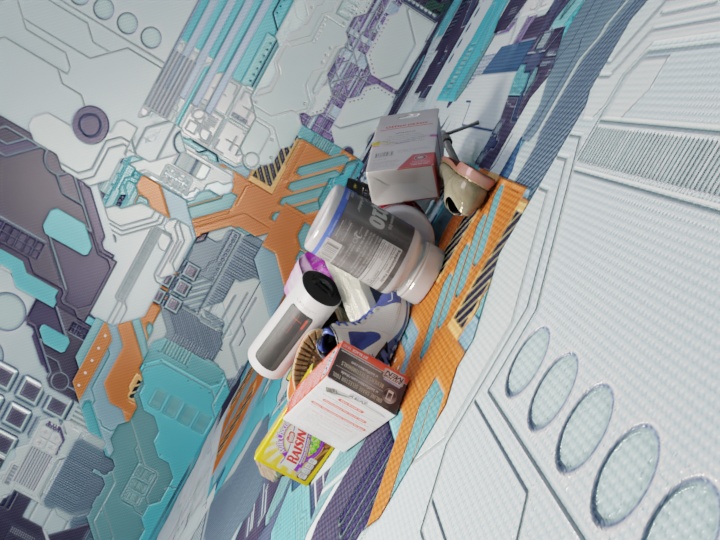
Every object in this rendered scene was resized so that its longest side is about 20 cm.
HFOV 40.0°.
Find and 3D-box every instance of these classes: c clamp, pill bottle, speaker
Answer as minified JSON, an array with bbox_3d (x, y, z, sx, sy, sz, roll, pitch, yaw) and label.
[{"bbox_3d":[0.138,-0.194,1.720,0.168,0.027,0.201,-20,32,10],"label":"c clamp"},{"bbox_3d":[0.063,-0.067,1.681,0.113,0.111,0.200,-59,9,10],"label":"pill bottle"},{"bbox_3d":[-0.113,0.093,1.684,0.201,0.081,0.082,-51,12,32],"label":"speaker"},{"bbox_3d":[0.023,-0.036,1.518,0.115,0.198,0.114,-58,9,15],"label":"pill bottle"}]

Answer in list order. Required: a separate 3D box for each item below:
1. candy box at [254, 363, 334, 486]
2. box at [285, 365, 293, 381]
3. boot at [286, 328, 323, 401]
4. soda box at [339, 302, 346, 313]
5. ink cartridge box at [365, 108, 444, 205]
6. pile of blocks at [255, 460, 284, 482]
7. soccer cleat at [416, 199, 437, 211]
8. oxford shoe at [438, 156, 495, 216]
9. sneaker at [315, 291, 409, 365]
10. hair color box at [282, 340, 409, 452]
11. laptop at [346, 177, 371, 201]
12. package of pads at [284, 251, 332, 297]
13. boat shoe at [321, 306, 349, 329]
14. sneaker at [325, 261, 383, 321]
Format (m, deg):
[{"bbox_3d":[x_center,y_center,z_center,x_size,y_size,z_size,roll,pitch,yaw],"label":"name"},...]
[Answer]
[{"bbox_3d":[-0.080,0.245,1.551,0.201,0.101,0.027,-58,8,26],"label":"candy box"},{"bbox_3d":[-0.086,0.172,1.858,0.076,0.050,0.200,-63,7,-21],"label":"box"},{"bbox_3d":[-0.092,0.175,1.679,0.108,0.074,0.203,-122,36,-58],"label":"boot"},{"bbox_3d":[-0.022,0.055,1.830,0.070,0.064,0.200,-19,-13,-26],"label":"soda box"},{"bbox_3d":[0.080,-0.195,1.665,0.201,0.114,0.068,-78,-22,-53],"label":"ink cartridge box"},{"bbox_3d":[-0.109,0.306,1.739,0.201,0.081,0.063,-57,-40,-48],"label":"pile of blocks"},{"bbox_3d":[0.083,-0.109,1.818,0.202,0.077,0.069,-60,8,14],"label":"soccer cleat"},{"bbox_3d":[0.147,-0.127,1.519,0.075,0.070,0.200,-62,8,5],"label":"oxford shoe"},{"bbox_3d":[-0.002,0.099,1.515,0.081,0.114,0.201,-49,14,49],"label":"sneaker"},{"bbox_3d":[-0.024,0.181,1.392,0.200,0.110,0.065,-46,16,58],"label":"hair color box"},{"bbox_3d":[0.000,-0.069,1.903,0.102,0.198,0.180,-4,-69,-47],"label":"laptop"},{"bbox_3d":[-0.073,0.011,1.881,0.119,0.077,0.200,-26,-10,-18],"label":"package of pads"},{"bbox_3d":[-0.054,0.098,1.730,0.073,0.063,0.200,-42,41,-1],"label":"boat shoe"},{"bbox_3d":[0.000,0.000,1.658,0.074,0.203,0.084,-24,-13,40],"label":"sneaker"}]
